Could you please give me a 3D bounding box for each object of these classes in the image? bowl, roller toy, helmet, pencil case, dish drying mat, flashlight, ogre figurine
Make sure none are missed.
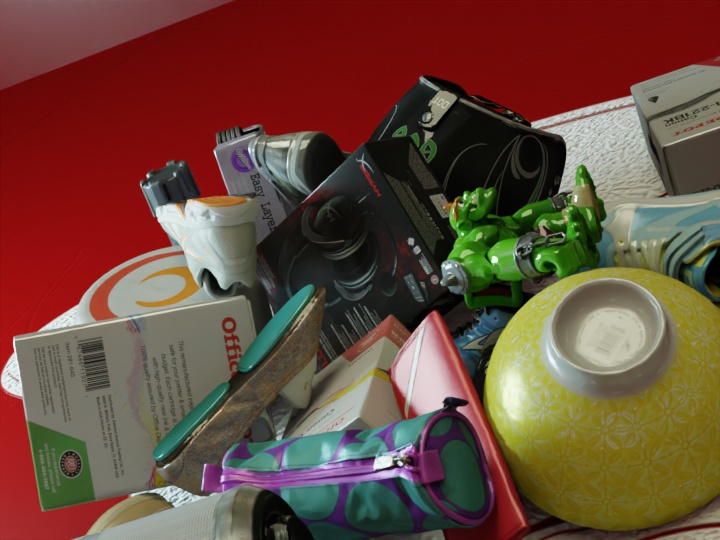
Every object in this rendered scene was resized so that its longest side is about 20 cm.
[{"bbox_3d":[0.176,0.068,1.056,0.199,0.108,0.201,-8,53,11],"label":"bowl"},{"bbox_3d":[-0.167,0.073,1.440,0.199,0.140,0.183,-10,29,8],"label":"roller toy"},{"bbox_3d":[0.086,-0.070,1.439,0.199,0.192,0.200,23,12,-5],"label":"helmet"},{"bbox_3d":[-0.008,0.147,1.058,0.199,0.092,0.086,-15,63,35],"label":"pencil case"},{"bbox_3d":[0.066,0.126,1.097,0.077,0.018,0.201,-52,39,31],"label":"dish drying mat"},{"bbox_3d":[-0.161,-0.016,1.557,0.068,0.201,0.068,-32,23,-26],"label":"flashlight"},{"bbox_3d":[0.130,-0.021,1.210,0.119,0.098,0.200,-15,30,17],"label":"ogre figurine"}]

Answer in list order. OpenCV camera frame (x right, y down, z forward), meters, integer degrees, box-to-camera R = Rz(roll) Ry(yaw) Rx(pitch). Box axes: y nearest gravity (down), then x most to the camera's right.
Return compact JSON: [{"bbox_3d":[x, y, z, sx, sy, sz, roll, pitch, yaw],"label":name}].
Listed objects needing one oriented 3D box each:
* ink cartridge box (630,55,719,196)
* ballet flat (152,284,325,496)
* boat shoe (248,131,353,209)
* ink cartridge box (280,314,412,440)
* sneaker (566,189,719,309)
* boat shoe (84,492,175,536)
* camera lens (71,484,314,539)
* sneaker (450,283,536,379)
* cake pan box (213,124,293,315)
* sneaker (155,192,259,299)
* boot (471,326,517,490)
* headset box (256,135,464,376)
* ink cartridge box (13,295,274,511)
[{"bbox_3d":[0.358,-0.140,1.496,0.143,0.084,0.200,-18,23,9],"label":"ink cartridge box"},{"bbox_3d":[-0.082,0.102,1.230,0.200,0.067,0.068,-47,15,-4],"label":"ballet flat"},{"bbox_3d":[-0.044,-0.084,1.438,0.064,0.075,0.202,11,-9,19],"label":"boat shoe"},{"bbox_3d":[-0.008,0.134,1.195,0.116,0.067,0.200,-40,14,25],"label":"ink cartridge box"},{"bbox_3d":[0.257,-0.009,1.304,0.199,0.080,0.131,-15,22,21],"label":"sneaker"},{"bbox_3d":[-0.192,0.243,1.183,0.069,0.074,0.200,16,30,23],"label":"boat shoe"},{"bbox_3d":[-0.121,0.239,0.989,0.199,0.161,0.160,-19,22,10],"label":"camera lens"},{"bbox_3d":[0.111,0.050,1.291,0.199,0.090,0.078,-15,23,19],"label":"sneaker"},{"bbox_3d":[-0.090,-0.051,1.526,0.052,0.201,0.184,-20,10,-1],"label":"cake pan box"},{"bbox_3d":[-0.139,-0.020,1.378,0.075,0.093,0.200,-7,3,-15],"label":"sneaker"},{"bbox_3d":[0.155,0.112,1.145,0.203,0.074,0.154,1,38,37],"label":"boot"},{"bbox_3d":[0.000,0.000,1.346,0.200,0.149,0.077,-40,-16,36],"label":"headset box"},{"bbox_3d":[-0.181,0.112,1.283,0.199,0.146,0.084,-10,-5,-10],"label":"ink cartridge box"}]
